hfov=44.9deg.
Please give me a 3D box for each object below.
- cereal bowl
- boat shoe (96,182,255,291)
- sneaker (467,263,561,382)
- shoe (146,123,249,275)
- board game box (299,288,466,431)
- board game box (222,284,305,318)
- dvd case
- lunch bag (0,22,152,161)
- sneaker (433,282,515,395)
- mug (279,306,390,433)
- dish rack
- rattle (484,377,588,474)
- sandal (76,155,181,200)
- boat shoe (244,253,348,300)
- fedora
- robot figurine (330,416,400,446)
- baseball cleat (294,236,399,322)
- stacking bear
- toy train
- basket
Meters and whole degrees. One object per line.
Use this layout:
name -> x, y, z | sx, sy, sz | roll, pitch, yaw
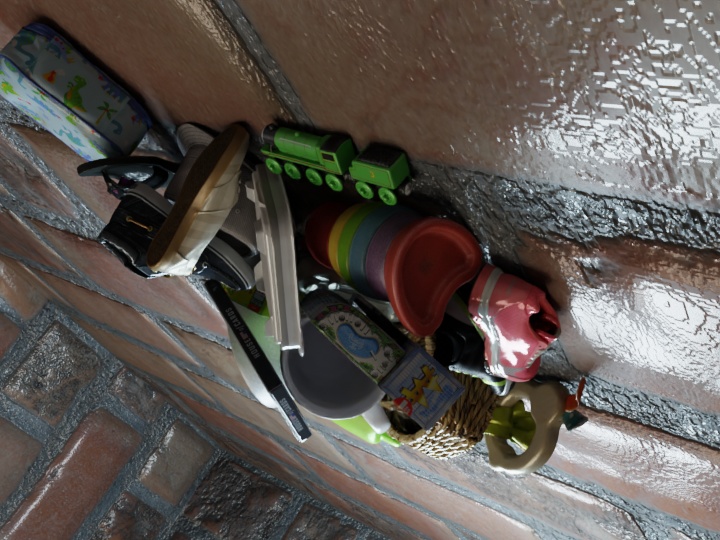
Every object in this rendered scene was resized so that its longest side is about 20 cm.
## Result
cereal bowl -> -0.138, 0.120, 1.436 | 0.083, 0.201, 0.200 | -20, 137, 13
boat shoe -> -0.230, -0.014, 1.097 | 0.200, 0.091, 0.071 | 38, 158, -17
sneaker -> 0.182, 0.074, 0.966 | 0.086, 0.074, 0.200 | 16, 154, 33
shoe -> -0.182, -0.080, 1.029 | 0.053, 0.200, 0.070 | 27, -168, -33
board game box -> 0.032, 0.093, 0.935 | 0.200, 0.062, 0.200 | 44, 176, -10
board game box -> -0.122, 0.044, 1.286 | 0.101, 0.048, 0.200 | 24, 178, 29
dvd case -> -0.136, 0.118, 1.155 | 0.200, 0.025, 0.151 | 52, 169, 35
lunch bag -> -0.378, -0.220, 1.137 | 0.200, 0.083, 0.161 | 39, 159, -14
sneaker -> 0.124, 0.093, 1.055 | 0.072, 0.083, 0.200 | 51, 173, 50
mug -> -0.024, 0.139, 1.200 | 0.200, 0.147, 0.175 | 54, 174, -4
dish rack -> -0.102, -0.016, 1.015 | 0.172, 0.043, 0.201 | -109, 15, -54
rattle -> 0.263, 0.200, 1.134 | 0.142, 0.131, 0.200 | 30, 135, -21
sandal -> -0.284, -0.117, 1.136 | 0.075, 0.048, 0.200 | -14, 175, 24
boat shoe -> -0.077, -0.004, 1.198 | 0.199, 0.071, 0.064 | 20, 174, 26
fedora -> -0.182, -0.086, 1.125 | 0.200, 0.090, 0.177 | 38, 159, -10
robot figurine -> -0.002, 0.217, 1.488 | 0.199, 0.116, 0.176 | 27, 152, 19
baseball cleat -> 0.000, 0.000, 1.094 | 0.199, 0.107, 0.070 | 20, 137, -41
stacking bear -> 0.013, -0.025, 0.960 | 0.200, 0.122, 0.114 | 21, 159, 49
toy train -> -0.031, -0.116, 0.913 | 0.199, 0.042, 0.057 | 19, 145, 35
basket -> 0.080, 0.168, 1.208 | 0.149, 0.143, 0.200 | 33, 161, -15
